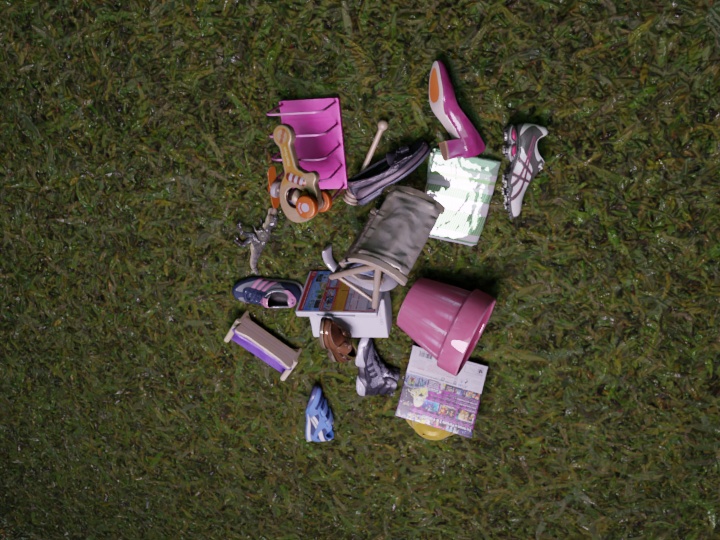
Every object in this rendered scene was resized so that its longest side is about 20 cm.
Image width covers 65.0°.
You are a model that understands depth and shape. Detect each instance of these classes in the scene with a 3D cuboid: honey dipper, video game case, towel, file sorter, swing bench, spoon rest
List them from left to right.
[{"bbox_3d":[-0.116,-0.258,1.226,0.137,0.126,0.203,1,117,14],"label":"file sorter"},{"bbox_3d":[-0.045,0.054,1.356,0.197,0.144,0.018,0,133,15],"label":"video game case"},{"bbox_3d":[0.000,0.000,1.354,0.198,0.099,0.061,23,130,19],"label":"spoon rest"},{"bbox_3d":[0.012,-0.240,1.254,0.038,0.038,0.202,24,117,1],"label":"honey dipper"},{"bbox_3d":[0.054,-0.056,1.199,0.129,0.200,0.200,33,154,-5],"label":"swing bench"},{"bbox_3d":[0.204,0.302,1.423,0.197,0.036,0.184,14,85,7],"label":"video game case"},{"bbox_3d":[0.211,-0.158,1.250,0.150,0.023,0.203,13,117,7],"label":"towel"}]

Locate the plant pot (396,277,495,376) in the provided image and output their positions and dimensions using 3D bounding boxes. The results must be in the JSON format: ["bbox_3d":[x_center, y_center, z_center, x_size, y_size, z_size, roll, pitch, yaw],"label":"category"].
[{"bbox_3d":[0.189,0.113,1.306,0.178,0.200,0.202,28,121,17],"label":"plant pot"}]

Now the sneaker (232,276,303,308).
[{"bbox_3d":[-0.249,0.062,1.448,0.197,0.082,0.071,-3,116,16],"label":"sneaker"}]

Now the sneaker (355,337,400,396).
[{"bbox_3d":[0.048,0.248,1.470,0.112,0.076,0.202,7,124,10],"label":"sneaker"}]

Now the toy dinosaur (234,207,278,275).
[{"bbox_3d":[-0.268,-0.076,1.407,0.087,0.048,0.201,23,123,-5],"label":"toy dinosaur"}]

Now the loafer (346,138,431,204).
[{"bbox_3d":[0.058,-0.221,1.215,0.199,0.072,0.063,-36,116,17],"label":"loafer"}]

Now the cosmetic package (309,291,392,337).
[{"bbox_3d":[-0.024,0.100,1.407,0.197,0.081,0.114,-2,117,17],"label":"cosmetic package"}]

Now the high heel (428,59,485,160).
[{"bbox_3d":[0.200,-0.330,1.156,0.095,0.067,0.203,-16,99,-15],"label":"high heel"}]

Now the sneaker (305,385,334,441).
[{"bbox_3d":[-0.111,0.404,1.593,0.081,0.074,0.202,8,125,9],"label":"sneaker"}]

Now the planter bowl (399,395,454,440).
[{"bbox_3d":[0.193,0.384,1.492,0.197,0.084,0.203,6,118,11],"label":"planter bowl"}]

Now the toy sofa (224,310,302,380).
[{"bbox_3d":[-0.264,0.209,1.518,0.199,0.098,0.083,35,119,-5],"label":"toy sofa"}]

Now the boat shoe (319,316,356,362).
[{"bbox_3d":[-0.050,0.163,1.346,0.067,0.073,0.200,3,156,11],"label":"boat shoe"}]

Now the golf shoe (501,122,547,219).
[{"bbox_3d":[0.335,-0.201,1.166,0.087,0.077,0.203,-1,117,7],"label":"golf shoe"}]

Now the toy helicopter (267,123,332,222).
[{"bbox_3d":[-0.145,-0.198,1.164,0.131,0.079,0.203,-5,105,29],"label":"toy helicopter"}]
